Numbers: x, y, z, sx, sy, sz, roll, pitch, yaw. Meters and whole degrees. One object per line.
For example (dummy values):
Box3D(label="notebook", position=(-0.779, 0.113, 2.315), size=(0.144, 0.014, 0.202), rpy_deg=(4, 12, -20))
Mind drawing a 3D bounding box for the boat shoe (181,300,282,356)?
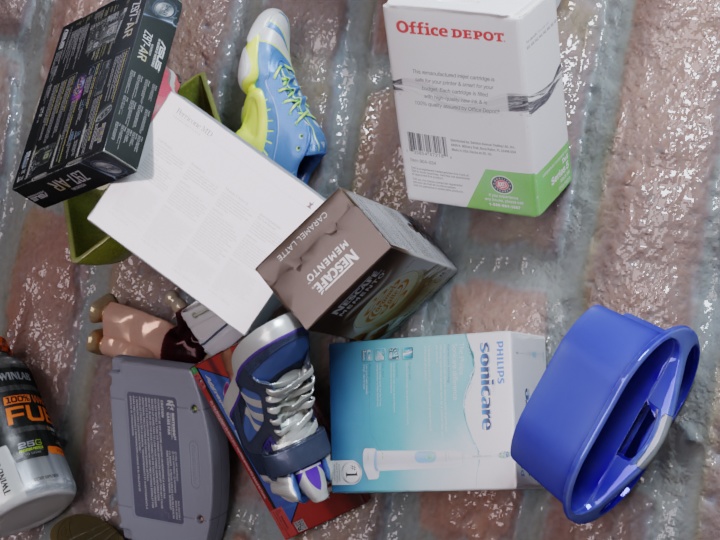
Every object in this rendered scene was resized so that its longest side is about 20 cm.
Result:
Box3D(label="boat shoe", position=(-0.102, 0.008, 1.729), size=(0.200, 0.074, 0.067), rpy_deg=(-42, 97, 19))

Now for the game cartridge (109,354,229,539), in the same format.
Box3D(label="game cartridge", position=(-0.198, 0.192, 1.806), size=(0.132, 0.041, 0.202), rpy_deg=(7, 104, 35))

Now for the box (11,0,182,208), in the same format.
Box3D(label="box", position=(-0.263, -0.175, 1.728), size=(0.160, 0.043, 0.201), rpy_deg=(-17, 52, 43))

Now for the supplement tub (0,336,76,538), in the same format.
Box3D(label="supplement tub", position=(-0.399, 0.181, 1.900), size=(0.122, 0.122, 0.201), rpy_deg=(-34, 70, 22))

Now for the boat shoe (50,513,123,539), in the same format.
Box3D(label="boat shoe", position=(-0.262, 0.331, 1.835), size=(0.200, 0.073, 0.065), rpy_deg=(35, 142, 42))

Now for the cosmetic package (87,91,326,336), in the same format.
Box3D(label="cosmetic package", position=(-0.141, -0.055, 1.677), size=(0.199, 0.052, 0.151), rpy_deg=(36, 96, 11))

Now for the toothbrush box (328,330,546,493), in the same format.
Box3D(label="toothbrush box", position=(0.074, 0.138, 1.655), size=(0.199, 0.085, 0.148), rpy_deg=(-7, 82, 30))

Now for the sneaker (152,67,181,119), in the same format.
Box3D(label="sneaker", position=(-0.234, -0.201, 1.833), size=(0.074, 0.087, 0.200), rpy_deg=(-38, 31, 0))

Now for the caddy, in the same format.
Box3D(label="caddy", position=(0.226, 0.128, 1.539), size=(0.105, 0.141, 0.201), rpy_deg=(34, 102, 33))

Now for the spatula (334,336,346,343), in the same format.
Box3D(label="spatula", position=(-0.019, 0.101, 1.748), size=(0.056, 0.021, 0.202), rpy_deg=(-1, 87, 8))

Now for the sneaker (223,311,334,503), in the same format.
Box3D(label="sneaker", position=(-0.059, 0.140, 1.620), size=(0.147, 0.080, 0.200), rpy_deg=(56, 152, 18))

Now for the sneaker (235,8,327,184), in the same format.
Box3D(label="sneaker", position=(-0.074, -0.165, 1.791), size=(0.104, 0.076, 0.202), rpy_deg=(12, 98, 18))

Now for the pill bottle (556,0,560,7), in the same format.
Box3D(label="pill bottle", position=(0.097, -0.302, 1.677), size=(0.199, 0.112, 0.113), rpy_deg=(26, 97, 29))

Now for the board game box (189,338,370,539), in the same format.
Box3D(label="board game box", position=(-0.081, 0.163, 1.736), size=(0.102, 0.019, 0.201), rpy_deg=(-27, 95, 24))

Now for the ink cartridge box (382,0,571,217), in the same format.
Box3D(label="ink cartridge box", position=(0.111, -0.164, 1.616), size=(0.145, 0.084, 0.201), rpy_deg=(10, 123, 30))

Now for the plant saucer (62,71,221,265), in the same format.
Box3D(label="plant saucer", position=(-0.217, -0.097, 1.813), size=(0.199, 0.048, 0.200), rpy_deg=(-35, 32, 8))

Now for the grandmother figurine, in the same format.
Box3D(label="grandmother figurine", position=(-0.198, 0.081, 1.838), size=(0.199, 0.060, 0.122), rpy_deg=(19, 120, 27))

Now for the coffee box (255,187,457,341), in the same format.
Box3D(label="coffee box", position=(0.000, 0.000, 1.638), size=(0.114, 0.200, 0.080), rpy_deg=(-44, 71, 12))
